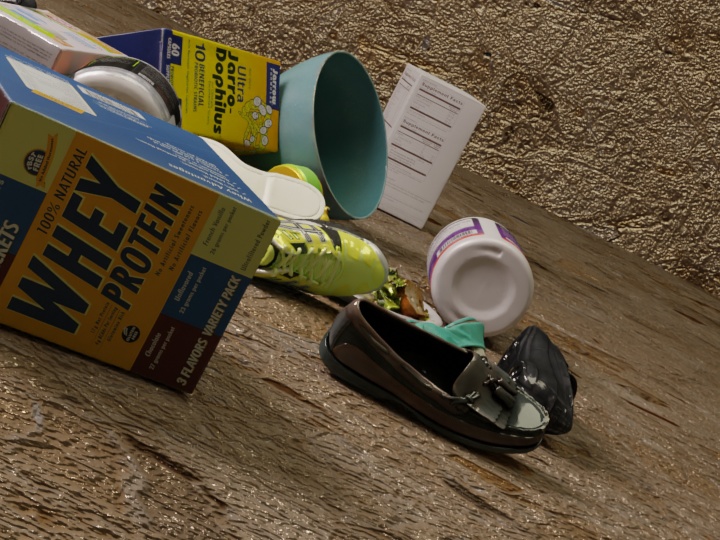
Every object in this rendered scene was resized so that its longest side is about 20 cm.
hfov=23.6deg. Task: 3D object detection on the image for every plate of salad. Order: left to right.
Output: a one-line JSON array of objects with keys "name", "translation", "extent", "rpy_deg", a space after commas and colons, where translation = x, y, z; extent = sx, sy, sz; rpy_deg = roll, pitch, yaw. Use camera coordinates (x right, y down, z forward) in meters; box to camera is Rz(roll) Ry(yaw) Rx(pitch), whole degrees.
[{"name": "plate of salad", "translation": [0.000, 0.000, 1.761], "extent": [0.200, 0.048, 0.200], "rpy_deg": [27, 10, -5]}]

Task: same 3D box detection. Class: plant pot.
[{"name": "plant pot", "translation": [-0.069, -0.154, 2.053], "extent": [0.135, 0.200, 0.200], "rpy_deg": [-5, -6, 25]}]

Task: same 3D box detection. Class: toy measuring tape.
[{"name": "toy measuring tape", "translation": [-0.104, -0.102, 1.946], "extent": [0.200, 0.074, 0.074], "rpy_deg": [34, 11, 33]}]

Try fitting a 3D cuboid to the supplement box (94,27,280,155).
[{"name": "supplement box", "translation": [-0.193, -0.193, 1.915], "extent": [0.109, 0.109, 0.200], "rpy_deg": [-1, -5, 36]}]

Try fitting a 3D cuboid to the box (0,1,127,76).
[{"name": "box", "translation": [-0.328, -0.198, 1.726], "extent": [0.112, 0.101, 0.200], "rpy_deg": [30, 9, 8]}]

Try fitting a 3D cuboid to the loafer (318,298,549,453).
[{"name": "loafer", "translation": [0.066, 0.086, 1.390], "extent": [0.200, 0.063, 0.072], "rpy_deg": [24, 40, -6]}]

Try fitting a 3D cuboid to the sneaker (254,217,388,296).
[{"name": "sneaker", "translation": [-0.068, -0.011, 1.591], "extent": [0.200, 0.075, 0.076], "rpy_deg": [14, 20, -16]}]

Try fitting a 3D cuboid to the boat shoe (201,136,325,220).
[{"name": "boat shoe", "translation": [-0.139, -0.084, 1.843], "extent": [0.200, 0.073, 0.062], "rpy_deg": [20, -33, -6]}]

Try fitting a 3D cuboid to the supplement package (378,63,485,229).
[{"name": "supplement package", "translation": [0.079, -0.181, 2.489], "extent": [0.109, 0.200, 0.114], "rpy_deg": [25, 10, -15]}]

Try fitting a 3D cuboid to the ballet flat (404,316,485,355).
[{"name": "ballet flat", "translation": [0.074, 0.083, 1.523], "extent": [0.070, 0.067, 0.200], "rpy_deg": [56, 17, 14]}]

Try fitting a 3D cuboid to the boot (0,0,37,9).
[{"name": "boot", "translation": [-0.386, -0.279, 1.847], "extent": [0.066, 0.165, 0.200], "rpy_deg": [57, 11, 2]}]

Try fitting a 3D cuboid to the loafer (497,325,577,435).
[{"name": "loafer", "translation": [0.167, 0.107, 1.620], "extent": [0.070, 0.068, 0.201], "rpy_deg": [35, 14, -5]}]

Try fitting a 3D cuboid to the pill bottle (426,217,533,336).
[{"name": "pill bottle", "translation": [0.130, 0.001, 1.931], "extent": [0.111, 0.111, 0.200], "rpy_deg": [27, 10, -5]}]

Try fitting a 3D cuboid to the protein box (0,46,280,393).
[{"name": "protein box", "translation": [-0.193, -0.043, 1.169], "extent": [0.198, 0.135, 0.200], "rpy_deg": [23, 10, -27]}]

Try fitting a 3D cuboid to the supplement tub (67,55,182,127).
[{"name": "supplement tub", "translation": [-0.230, -0.136, 1.607], "extent": [0.122, 0.123, 0.200], "rpy_deg": [27, 10, -6]}]
